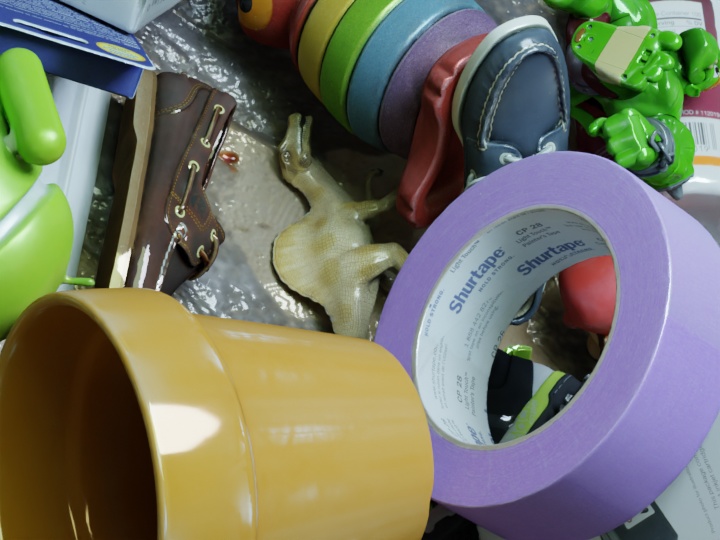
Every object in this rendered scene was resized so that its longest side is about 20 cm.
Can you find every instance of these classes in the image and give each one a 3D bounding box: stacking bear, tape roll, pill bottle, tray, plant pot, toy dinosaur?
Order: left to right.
[{"bbox_3d":[-0.200,-0.062,1.536,0.107,0.022,0.201,17,56,-15],"label":"tray"},{"bbox_3d":[-0.070,0.106,1.396,0.182,0.200,0.201,-4,64,-32],"label":"plant pot"},{"bbox_3d":[0.000,0.000,1.588,0.100,0.058,0.201,-5,57,-12],"label":"toy dinosaur"},{"bbox_3d":[0.004,-0.136,1.602,0.200,0.122,0.113,37,43,28],"label":"stacking bear"},{"bbox_3d":[0.100,0.041,1.433,0.066,0.199,0.201,31,48,-40],"label":"tape roll"},{"bbox_3d":[0.188,-0.109,1.692,0.113,0.114,0.201,9,59,-21],"label":"pill bottle"}]

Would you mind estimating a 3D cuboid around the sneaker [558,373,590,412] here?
[{"bbox_3d":[0.207,0.071,1.543,0.199,0.073,0.072,-18,33,-15],"label":"sneaker"}]

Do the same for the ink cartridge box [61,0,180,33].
[{"bbox_3d":[-0.173,-0.218,1.557,0.199,0.050,0.162,28,31,11],"label":"ink cartridge box"}]

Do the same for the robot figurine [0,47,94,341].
[{"bbox_3d":[-0.232,-0.042,1.410,0.200,0.175,0.116,49,18,-12],"label":"robot figurine"}]

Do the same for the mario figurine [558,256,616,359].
[{"bbox_3d":[0.187,0.068,1.631,0.200,0.106,0.123,51,17,-4],"label":"mario figurine"}]

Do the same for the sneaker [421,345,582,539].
[{"bbox_3d":[0.049,0.113,1.540,0.083,0.072,0.200,32,48,20],"label":"sneaker"}]

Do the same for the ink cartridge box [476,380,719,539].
[{"bbox_3d":[0.186,0.132,1.479,0.144,0.200,0.085,3,60,-49],"label":"ink cartridge box"}]

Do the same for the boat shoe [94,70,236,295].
[{"bbox_3d":[-0.109,-0.029,1.529,0.070,0.070,0.201,16,56,-12],"label":"boat shoe"}]

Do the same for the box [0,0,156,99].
[{"bbox_3d":[-0.188,-0.144,1.506,0.120,0.033,0.200,16,15,-20],"label":"box"}]

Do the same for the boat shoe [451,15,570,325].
[{"bbox_3d":[0.087,-0.053,1.529,0.074,0.201,0.062,-10,46,-20],"label":"boat shoe"}]

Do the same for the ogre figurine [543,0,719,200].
[{"bbox_3d":[0.152,-0.127,1.577,0.098,0.120,0.200,-37,56,3],"label":"ogre figurine"}]
